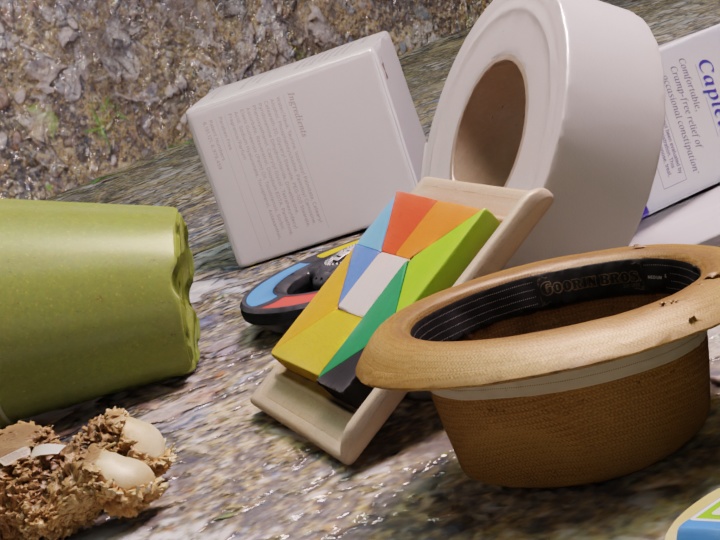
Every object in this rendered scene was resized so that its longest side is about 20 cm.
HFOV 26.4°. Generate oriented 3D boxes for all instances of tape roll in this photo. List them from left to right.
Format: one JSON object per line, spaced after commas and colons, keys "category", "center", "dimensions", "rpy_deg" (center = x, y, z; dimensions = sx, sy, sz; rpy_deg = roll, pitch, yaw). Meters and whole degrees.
{"category": "tape roll", "center": [0.108, -0.075, 0.968], "dimensions": [0.070, 0.205, 0.202], "rpy_deg": [12, 1, -20]}

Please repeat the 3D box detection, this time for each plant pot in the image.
{"category": "plant pot", "center": [-0.218, 0.025, 1.142], "dimensions": [0.187, 0.203, 0.200], "rpy_deg": [-6, 11, -2]}

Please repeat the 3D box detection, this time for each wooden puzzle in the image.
{"category": "wooden puzzle", "center": [0.013, 0.017, 0.906], "dimensions": [0.186, 0.037, 0.200], "rpy_deg": [-52, 16, -9]}

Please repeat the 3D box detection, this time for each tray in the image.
{"category": "tray", "center": [0.262, -0.041, 1.021], "dimensions": [0.198, 0.022, 0.107], "rpy_deg": [-22, 11, -17]}

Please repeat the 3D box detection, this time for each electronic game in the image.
{"category": "electronic game", "center": [0.000, 0.000, 1.198], "dimensions": [0.197, 0.042, 0.200], "rpy_deg": [-18, 11, 4]}

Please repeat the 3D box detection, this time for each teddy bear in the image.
{"category": "teddy bear", "center": [-0.200, 0.131, 0.882], "dimensions": [0.197, 0.068, 0.145], "rpy_deg": [-14, 20, -12]}

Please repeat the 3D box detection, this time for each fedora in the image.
{"category": "fedora", "center": [0.098, 0.048, 0.714], "dimensions": [0.198, 0.083, 0.201], "rpy_deg": [-13, 10, 2]}

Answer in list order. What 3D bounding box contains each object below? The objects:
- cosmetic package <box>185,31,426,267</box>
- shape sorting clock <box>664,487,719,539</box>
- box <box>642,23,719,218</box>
{"category": "cosmetic package", "center": [-0.045, -0.125, 1.543], "dimensions": [0.197, 0.168, 0.167], "rpy_deg": [-17, 12, 11]}
{"category": "shape sorting clock", "center": [0.199, 0.079, 0.506], "dimensions": [0.197, 0.040, 0.200], "rpy_deg": [-17, 7, 2]}
{"category": "box", "center": [0.199, -0.102, 1.146], "dimensions": [0.198, 0.106, 0.183], "rpy_deg": [-24, 6, -24]}
